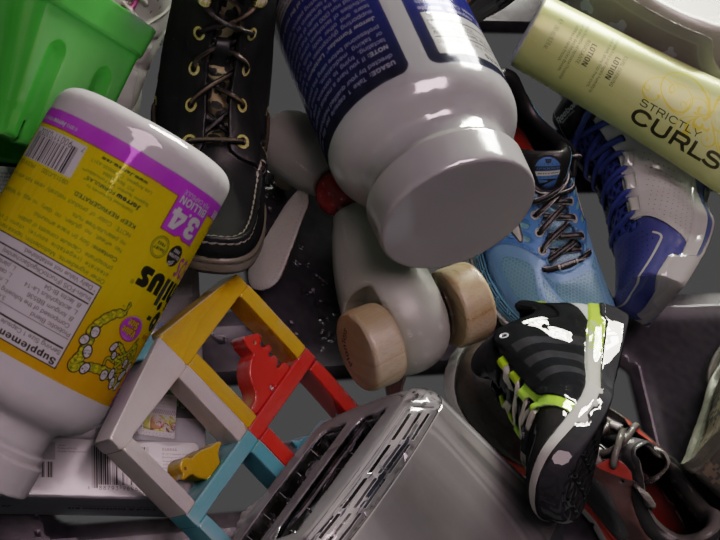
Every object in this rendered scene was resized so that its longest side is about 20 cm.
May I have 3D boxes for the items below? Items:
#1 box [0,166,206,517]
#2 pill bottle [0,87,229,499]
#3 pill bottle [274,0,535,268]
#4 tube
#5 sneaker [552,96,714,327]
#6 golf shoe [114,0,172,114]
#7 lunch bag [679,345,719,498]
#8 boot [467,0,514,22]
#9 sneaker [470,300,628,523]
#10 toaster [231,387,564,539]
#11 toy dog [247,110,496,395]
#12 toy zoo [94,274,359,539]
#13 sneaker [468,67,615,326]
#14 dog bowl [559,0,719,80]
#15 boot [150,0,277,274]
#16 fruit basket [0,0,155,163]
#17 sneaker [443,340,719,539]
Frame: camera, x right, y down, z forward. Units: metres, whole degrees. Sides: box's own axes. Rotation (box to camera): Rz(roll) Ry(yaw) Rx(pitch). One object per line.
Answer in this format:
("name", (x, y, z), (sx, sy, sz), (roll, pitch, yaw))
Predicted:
("box", (-0.169, 0.039, 1.000), (0.155, 0.041, 0.201), (3, 66, -19))
("pill bottle", (-0.157, 0.014, 0.906), (0.104, 0.104, 0.200), (29, 86, -5))
("pill bottle", (0.024, -0.107, 1.021), (0.115, 0.116, 0.200), (-6, 53, -22))
("tube", (0.194, -0.107, 1.109), (0.200, 0.058, 0.052), (30, 40, 0))
("sneaker", (0.176, -0.064, 1.159), (0.115, 0.081, 0.200), (24, 53, -4))
("golf shoe", (-0.152, -0.152, 1.059), (0.075, 0.092, 0.200), (21, 56, 1))
("lunch bag", (0.304, 0.099, 1.095), (0.164, 0.118, 0.200), (41, 31, -1))
("boot", (0.053, -0.202, 1.141), (0.097, 0.075, 0.200), (42, 91, 13))
("sneaker", (0.099, 0.074, 0.985), (0.082, 0.072, 0.200), (13, 25, 9))
("toaster", (0.012, 0.159, 0.936), (0.129, 0.114, 0.200), (50, 50, -13))
("toy dog", (0.000, 0.000, 1.067), (0.131, 0.096, 0.201), (0, 51, -17))
("toy zoo", (-0.063, 0.095, 0.981), (0.200, 0.020, 0.131), (49, 54, -17))
("sneaker", (0.107, -0.040, 1.108), (0.078, 0.090, 0.200), (-20, 75, -26))
("dog bowl", (0.222, -0.185, 1.198), (0.199, 0.059, 0.200), (14, 37, -11))
("boot", (-0.083, -0.113, 0.999), (0.073, 0.154, 0.204), (5, 41, -10))
("fruit basket", (-0.220, -0.167, 0.983), (0.215, 0.155, 0.217), (-4, 79, 20))
("sneaker", (0.143, 0.103, 1.058), (0.200, 0.082, 0.077), (39, 59, 0))
